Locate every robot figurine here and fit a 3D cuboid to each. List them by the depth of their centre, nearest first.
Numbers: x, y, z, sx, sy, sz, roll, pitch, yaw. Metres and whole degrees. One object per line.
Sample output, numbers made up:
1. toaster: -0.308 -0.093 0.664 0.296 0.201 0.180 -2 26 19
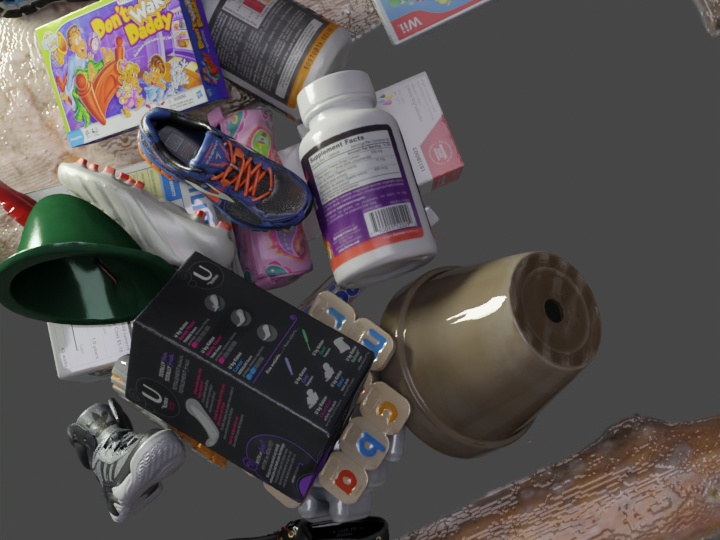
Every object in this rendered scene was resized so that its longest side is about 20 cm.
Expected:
1. robot figurine: -0.025 0.160 1.016 0.166 0.112 0.205 -1 83 29

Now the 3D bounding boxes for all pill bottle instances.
1. pill bottle: 0.000 -0.094 0.976 0.109 0.112 0.204 -16 79 -1
2. pill bottle: -0.117 -0.259 1.064 0.198 0.116 0.118 30 84 3

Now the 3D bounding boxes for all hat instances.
1. hat: -0.274 -0.060 0.915 0.196 0.166 0.180 3 62 -21

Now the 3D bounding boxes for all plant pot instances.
1. plant pot: 0.140 0.069 0.954 0.196 0.173 0.204 13 62 -26

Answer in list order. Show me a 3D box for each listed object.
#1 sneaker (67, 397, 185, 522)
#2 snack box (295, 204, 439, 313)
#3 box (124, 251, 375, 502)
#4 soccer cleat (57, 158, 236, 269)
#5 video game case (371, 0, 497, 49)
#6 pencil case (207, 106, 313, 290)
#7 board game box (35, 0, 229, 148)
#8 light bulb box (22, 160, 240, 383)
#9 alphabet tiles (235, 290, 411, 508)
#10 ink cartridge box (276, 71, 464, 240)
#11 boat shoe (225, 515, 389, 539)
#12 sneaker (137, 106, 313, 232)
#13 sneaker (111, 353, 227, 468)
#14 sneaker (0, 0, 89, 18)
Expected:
1. sneaker: -0.248 0.182 0.982 0.075 0.200 0.115 -31 78 -34
2. snack box: 0.000 0.000 1.054 0.199 0.072 0.024 -43 104 -4
3. box: -0.103 0.097 0.873 0.197 0.123 0.107 29 46 6
4. soccer cleat: -0.217 -0.045 0.941 0.197 0.069 0.079 26 90 2
5. video game case: 0.062 -0.382 1.126 0.141 0.017 0.203 -25 84 -3
6. pencil case: -0.115 -0.080 1.056 0.086 0.087 0.204 -16 87 -1
7. board game box: -0.251 -0.226 1.038 0.196 0.045 0.137 -12 98 28
8. light bulb box: -0.234 -0.001 1.030 0.196 0.125 0.203 -14 83 -2
9. alphabet tiles: -0.050 0.129 0.960 0.194 0.015 0.202 33 95 20
10. ink cartridge box: 0.004 -0.124 1.071 0.197 0.068 0.119 -23 84 -1
11. boat shoe: -0.065 0.294 1.016 0.196 0.074 0.065 0 102 -6
12. sneaker: -0.138 -0.100 0.942 0.197 0.078 0.077 24 81 3
13. sneaker: -0.186 0.132 0.998 0.077 0.201 0.078 24 71 36
14. sneaker: -0.350 -0.362 1.099 0.195 0.078 0.092 -12 80 -1
